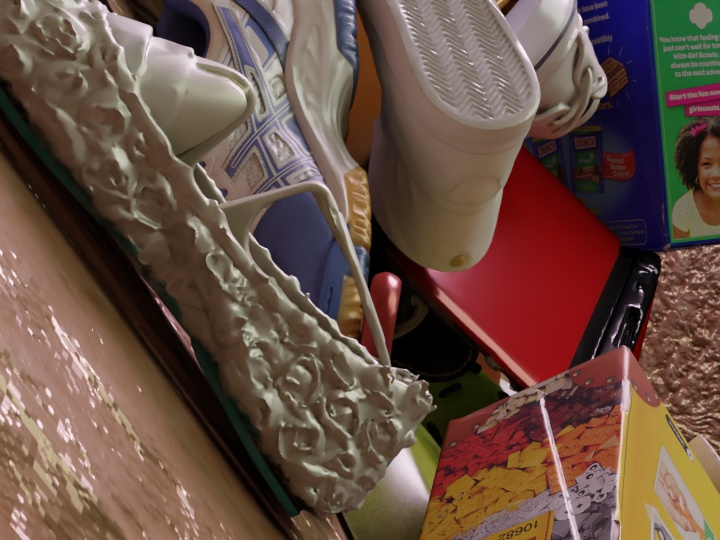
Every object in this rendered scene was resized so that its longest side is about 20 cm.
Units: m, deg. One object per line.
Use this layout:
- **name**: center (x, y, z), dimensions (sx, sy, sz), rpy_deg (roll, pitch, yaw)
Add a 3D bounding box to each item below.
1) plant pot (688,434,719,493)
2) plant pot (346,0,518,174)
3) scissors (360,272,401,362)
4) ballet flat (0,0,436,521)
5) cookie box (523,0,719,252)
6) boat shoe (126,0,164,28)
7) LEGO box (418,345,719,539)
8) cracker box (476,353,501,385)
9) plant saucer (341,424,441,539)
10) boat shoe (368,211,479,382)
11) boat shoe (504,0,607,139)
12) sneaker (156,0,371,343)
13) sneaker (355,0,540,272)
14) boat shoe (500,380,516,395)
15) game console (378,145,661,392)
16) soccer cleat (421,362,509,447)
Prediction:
- **plant pot**: center (0.203, 0.224, 0.948), dimensions (0.201, 0.141, 0.200), rpy_deg (57, 4, -7)
- **plant pot**: center (-0.026, -0.153, 0.871), dimensions (0.183, 0.200, 0.200), rpy_deg (42, 4, 3)
- **scissors**: center (0.004, 0.040, 0.593), dimensions (0.200, 0.014, 0.074), rpy_deg (86, 12, -87)
- **ballet flat**: center (-0.045, -0.019, 0.465), dimensions (0.201, 0.071, 0.072), rpy_deg (56, 5, -9)
- **cookie box**: center (0.149, -0.113, 0.910), dimensions (0.171, 0.075, 0.202), rpy_deg (0, -84, 63)
- **boat shoe**: center (-0.075, -0.145, 0.735), dimensions (0.200, 0.075, 0.068), rpy_deg (46, 0, 24)
- **LEGO box**: center (0.101, 0.152, 0.520), dimensions (0.201, 0.077, 0.149), rpy_deg (56, 25, -17)
- **cracker box**: center (0.048, -0.015, 1.019), dimensions (0.200, 0.057, 0.135), rpy_deg (-112, -154, -61)
- **plant saucer**: center (0.044, 0.128, 0.622), dimensions (0.201, 0.031, 0.200), rpy_deg (57, 5, -8)
- **boat shoe**: center (0.000, 0.000, 0.736), dimensions (0.200, 0.074, 0.060), rpy_deg (50, 8, -37)
- **boat shoe**: center (0.091, -0.098, 0.783), dimensions (0.066, 0.072, 0.200), rpy_deg (40, -1, -1)
- **sneaker**: center (-0.043, -0.033, 0.607), dimensions (0.076, 0.087, 0.202), rpy_deg (104, -16, -54)
- **sneaker**: center (0.020, -0.095, 0.688), dimensions (0.116, 0.073, 0.201), rpy_deg (101, -18, -50)
- **boat shoe**: center (0.135, 0.122, 1.244), dimensions (0.200, 0.068, 0.075), rpy_deg (52, 7, -50)
- **game console**: center (0.076, 0.042, 0.777), dimensions (0.200, 0.118, 0.174), rpy_deg (-50, 152, -60)
- **soccer cleat**: center (0.078, 0.133, 0.861), dimensions (0.201, 0.064, 0.084), rpy_deg (54, -25, 4)
